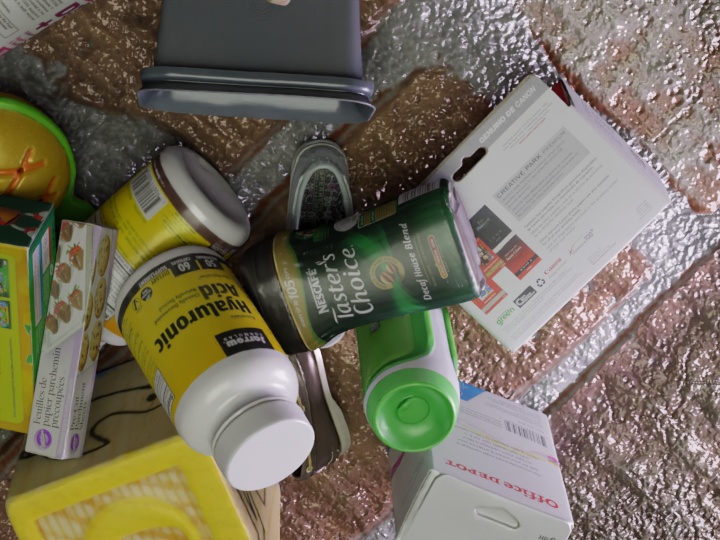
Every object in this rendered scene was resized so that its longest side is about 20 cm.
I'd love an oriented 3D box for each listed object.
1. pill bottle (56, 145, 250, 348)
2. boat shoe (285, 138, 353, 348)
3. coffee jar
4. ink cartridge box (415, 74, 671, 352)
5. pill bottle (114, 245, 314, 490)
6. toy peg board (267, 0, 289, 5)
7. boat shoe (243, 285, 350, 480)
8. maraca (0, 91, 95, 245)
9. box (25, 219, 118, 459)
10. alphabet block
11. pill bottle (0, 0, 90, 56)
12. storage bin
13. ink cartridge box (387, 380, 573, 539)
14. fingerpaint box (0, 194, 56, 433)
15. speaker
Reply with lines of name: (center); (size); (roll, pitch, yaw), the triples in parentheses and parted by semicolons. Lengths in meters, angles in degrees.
pill bottle: (-0.201, -0.010, 1.684); (0.200, 0.109, 0.109); (-40, 109, 14)
boat shoe: (-0.039, -0.015, 1.709); (0.069, 0.072, 0.203); (0, 113, -2)
coffee jar: (0.000, 0.000, 1.628); (0.198, 0.085, 0.105); (-18, 108, 11)
ink cartridge box: (0.142, -0.063, 1.690); (0.175, 0.084, 0.200); (42, 105, -16)
pill bottle: (-0.118, 0.083, 1.582); (0.110, 0.201, 0.112); (-22, 143, -18)
toy peg board: (-0.034, -0.342, 1.518); (0.097, 0.201, 0.200); (5, 126, -37)
boat shoe: (-0.072, 0.101, 1.752); (0.059, 0.071, 0.201); (-38, 121, -32)
maraca: (-0.310, -0.078, 1.658); (0.136, 0.108, 0.201); (-15, 139, 8)
box: (-0.245, 0.058, 1.618); (0.038, 0.041, 0.202); (10, 90, 19)
alphabet block: (-0.190, 0.209, 1.729); (0.194, 0.200, 0.198); (-22, 112, 7)
pill bottle: (-0.262, -0.266, 1.570); (0.199, 0.114, 0.114); (-29, 111, 10)
storage bin: (-0.084, -0.202, 1.605); (0.198, 0.146, 0.136); (4, 86, -4)
ink cartridge box: (0.105, 0.188, 1.733); (0.143, 0.200, 0.085); (22, 111, -11)
fingerpaint box: (-0.346, 0.028, 1.621); (0.165, 0.074, 0.202); (9, 126, 7)
speaker: (0.039, 0.072, 1.676); (0.087, 0.201, 0.089); (-2, 121, -3)
